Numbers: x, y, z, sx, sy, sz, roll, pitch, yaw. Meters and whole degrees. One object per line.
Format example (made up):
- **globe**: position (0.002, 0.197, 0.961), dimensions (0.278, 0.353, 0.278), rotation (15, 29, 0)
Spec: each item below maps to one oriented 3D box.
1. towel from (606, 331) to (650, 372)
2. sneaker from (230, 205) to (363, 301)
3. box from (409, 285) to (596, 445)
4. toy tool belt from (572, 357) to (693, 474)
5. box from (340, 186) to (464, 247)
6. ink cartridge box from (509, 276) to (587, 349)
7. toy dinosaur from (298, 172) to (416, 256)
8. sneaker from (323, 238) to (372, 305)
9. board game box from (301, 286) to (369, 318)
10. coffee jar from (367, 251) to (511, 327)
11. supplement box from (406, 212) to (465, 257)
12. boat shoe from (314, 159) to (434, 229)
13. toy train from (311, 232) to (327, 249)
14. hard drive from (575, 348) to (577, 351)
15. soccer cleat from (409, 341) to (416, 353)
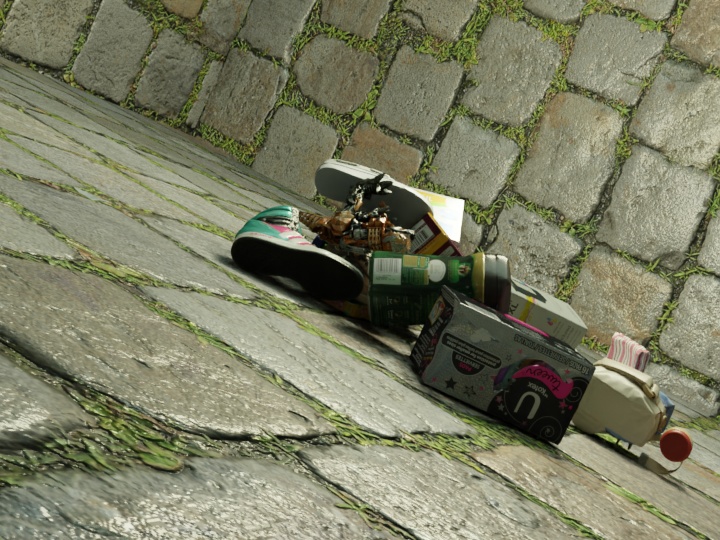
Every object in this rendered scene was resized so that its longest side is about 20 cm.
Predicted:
- **towel**: position (0.430, 0.186, 1.869), dimensions (0.029, 0.149, 0.200), rotation (19, 5, -2)
- **sneaker**: position (-0.087, -0.030, 1.611), dimensions (0.197, 0.084, 0.122), rotation (20, 31, -10)
- **box**: position (0.178, 0.121, 1.424), dimensions (0.197, 0.116, 0.132), rotation (24, 6, -9)
- **toy tool belt**: position (0.417, 0.214, 1.668), dimensions (0.198, 0.127, 0.122), rotation (29, 14, 23)
- **box**: position (0.061, -0.067, 1.807), dimensions (0.196, 0.102, 0.113), rotation (13, 42, -1)
- **ink cartridge box**: position (0.220, 0.094, 1.681), dimensions (0.198, 0.147, 0.083), rotation (23, 18, -26)
- **toy dinosaur**: position (-0.006, -0.072, 1.638), dimensions (0.198, 0.103, 0.136), rotation (28, 44, 16)
- **sneaker**: position (0.000, 0.000, 1.660), dimensions (0.070, 0.077, 0.199), rotation (22, 7, -41)
- **board game box**: position (-0.017, 0.044, 1.704), dimensions (0.095, 0.030, 0.200), rotation (28, 3, 21)
- **coffee jar**: position (0.109, 0.027, 1.526), dimensions (0.196, 0.086, 0.105), rotation (1, -41, 5)
- **supplement box**: position (0.130, 0.026, 1.719), dimensions (0.200, 0.110, 0.086), rotation (49, 6, -30)
- **boat shoe**: position (0.026, -0.127, 1.730), dimensions (0.197, 0.074, 0.066), rotation (25, 31, -2)
- **toy train**: position (-0.036, -0.014, 1.925), dimensions (0.115, 0.085, 0.200), rotation (37, 6, 4)
- **hard drive**: position (0.342, 0.147, 1.825), dimensions (0.203, 0.026, 0.132), rotation (63, 0, -7)
- **soccer cleat**: position (0.164, 0.135, 1.529), dimensions (0.196, 0.079, 0.069), rotation (7, 14, 5)
